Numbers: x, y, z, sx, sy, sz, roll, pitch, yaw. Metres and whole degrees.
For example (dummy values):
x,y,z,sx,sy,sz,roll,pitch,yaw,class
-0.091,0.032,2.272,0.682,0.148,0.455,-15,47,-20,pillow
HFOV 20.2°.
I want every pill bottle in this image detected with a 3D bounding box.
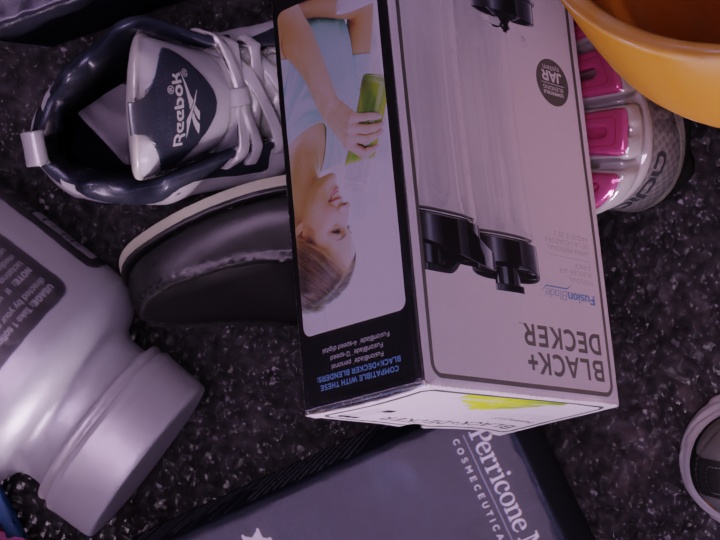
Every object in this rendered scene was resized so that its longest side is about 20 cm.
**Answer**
x,y,z,sx,sy,sz,roll,pitch,yaw,class
-0.169,0.021,0.870,0.200,0.111,0.111,38,99,4,pill bottle

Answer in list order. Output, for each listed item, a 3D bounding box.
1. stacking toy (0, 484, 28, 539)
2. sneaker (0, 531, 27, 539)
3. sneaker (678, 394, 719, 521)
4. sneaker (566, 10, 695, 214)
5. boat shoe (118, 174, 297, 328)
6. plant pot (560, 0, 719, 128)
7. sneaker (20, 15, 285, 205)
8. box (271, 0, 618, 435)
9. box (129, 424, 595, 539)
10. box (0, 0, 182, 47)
x,y,z,sx,sy,sz,roll,pitch,yaw,class
-0.216,0.144,0.841,0.109,0.200,0.116,-25,92,9,stacking toy
-0.138,0.193,0.850,0.086,0.080,0.200,-27,130,6,sneaker
0.234,0.081,0.836,0.199,0.079,0.074,-6,92,7,sneaker
0.096,-0.111,0.845,0.074,0.087,0.201,-21,68,31,sneaker
0.000,-0.001,0.846,0.201,0.074,0.063,-7,62,-3,boat shoe
0.186,-0.114,0.754,0.200,0.183,0.201,-15,56,23,plant pot
-0.050,-0.069,0.836,0.198,0.130,0.080,-6,96,9,sneaker
0.030,-0.044,0.753,0.060,0.116,0.201,-16,72,40,box
0.004,0.152,0.859,0.200,0.107,0.149,-26,90,8,box
-0.088,-0.217,0.835,0.199,0.117,0.197,-18,91,8,box
